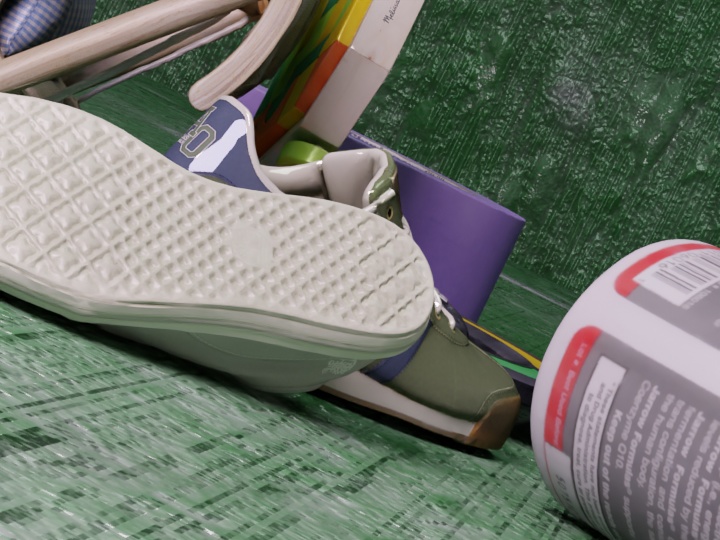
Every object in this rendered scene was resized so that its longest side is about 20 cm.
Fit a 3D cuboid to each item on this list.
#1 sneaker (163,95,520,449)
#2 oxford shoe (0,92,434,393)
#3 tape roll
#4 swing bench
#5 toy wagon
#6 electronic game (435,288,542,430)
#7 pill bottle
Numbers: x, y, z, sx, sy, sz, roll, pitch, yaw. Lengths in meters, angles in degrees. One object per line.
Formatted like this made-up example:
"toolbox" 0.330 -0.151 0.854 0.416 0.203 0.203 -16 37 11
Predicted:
"sneaker" 0.000 0.000 0.825 0.199 0.090 0.067 24 4 -36
"oxford shoe" -0.072 -0.004 0.716 0.198 0.076 0.058 16 -34 -23
"tape roll" -0.008 -0.037 1.279 0.199 0.086 0.200 25 4 -2
"swing bench" -0.107 -0.130 0.993 0.198 0.131 0.199 -3 5 1
"toy wagon" -0.015 -0.099 1.084 0.039 0.156 0.200 30 -20 -11
"electronic game" 0.014 0.020 1.012 0.199 0.042 0.200 27 4 -2
"pill bottle" 0.161 0.075 0.742 0.113 0.115 0.200 22 6 -43
